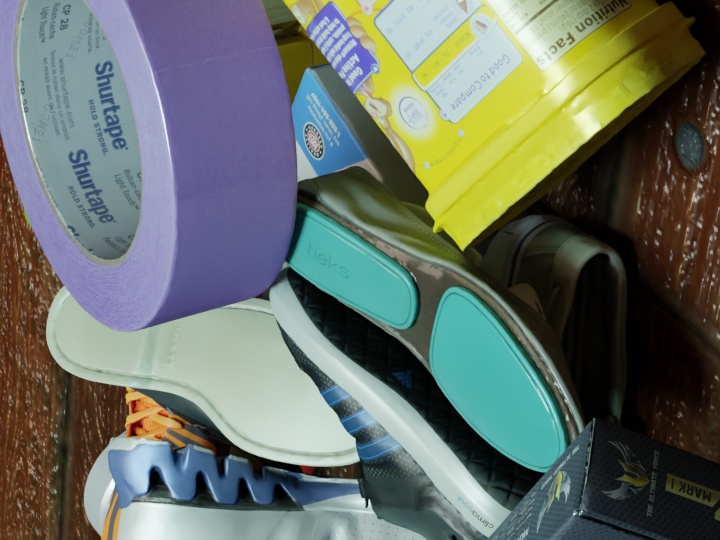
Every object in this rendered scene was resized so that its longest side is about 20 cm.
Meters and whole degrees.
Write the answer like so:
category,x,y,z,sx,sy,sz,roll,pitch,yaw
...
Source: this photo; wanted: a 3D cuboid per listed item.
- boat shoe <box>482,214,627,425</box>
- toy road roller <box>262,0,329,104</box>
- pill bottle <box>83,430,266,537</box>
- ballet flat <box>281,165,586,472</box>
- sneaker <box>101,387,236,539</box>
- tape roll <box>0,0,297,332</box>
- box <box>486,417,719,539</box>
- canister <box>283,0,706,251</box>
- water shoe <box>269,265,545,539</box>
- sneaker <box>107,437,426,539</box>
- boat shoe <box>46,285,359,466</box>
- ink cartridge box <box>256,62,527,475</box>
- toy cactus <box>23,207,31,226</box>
category,x,y,z,sx,sy,sz,roll,pitch,yaw
boat shoe,0.088,0.076,1.366,0.062,0.072,0.201,20,116,58
toy road roller,-0.094,-0.108,1.545,0.146,0.122,0.201,35,131,49
pill bottle,-0.071,0.167,1.635,0.200,0.111,0.112,40,135,45
ballet flat,0.045,0.014,1.324,0.200,0.064,0.068,39,134,30
sneaker,-0.115,0.075,1.573,0.077,0.112,0.201,-4,57,31
tape roll,-0.105,-0.076,1.377,0.200,0.065,0.201,39,136,50
box,0.125,0.151,1.254,0.200,0.157,0.051,125,162,-51
canister,0.036,-0.129,1.286,0.200,0.086,0.148,53,138,4
water shoe,0.012,0.075,1.358,0.200,0.071,0.079,48,128,38
sneaker,-0.038,0.156,1.469,0.081,0.198,0.116,151,131,-79
boat shoe,-0.060,0.050,1.472,0.198,0.066,0.075,11,89,28
ink cartridge box,0.000,0.000,1.486,0.116,0.067,0.200,57,145,27
toy cactus,-0.152,-0.054,1.676,0.165,0.102,0.201,-128,18,-70
